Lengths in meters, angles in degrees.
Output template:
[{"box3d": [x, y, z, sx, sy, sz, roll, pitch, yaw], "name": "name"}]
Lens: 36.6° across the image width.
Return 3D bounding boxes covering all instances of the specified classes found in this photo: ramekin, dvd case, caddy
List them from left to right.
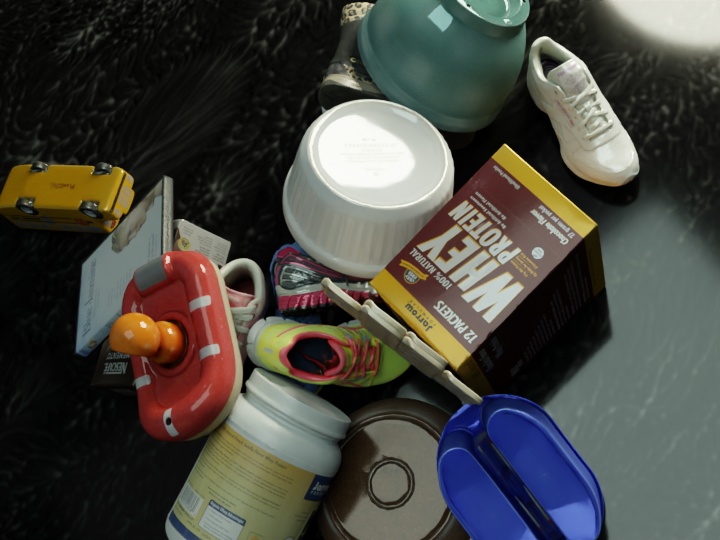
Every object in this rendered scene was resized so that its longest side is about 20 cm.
[{"box3d": [-0.284, -0.004, 1.307, 0.200, 0.017, 0.144, -40, 42, 34], "name": "dvd case"}, {"box3d": [0.014, -0.099, 1.204, 0.199, 0.095, 0.205, 4, 54, -6], "name": "ramekin"}, {"box3d": [0.165, 0.225, 1.130, 0.141, 0.105, 0.201, -38, 83, 5], "name": "caddy"}]

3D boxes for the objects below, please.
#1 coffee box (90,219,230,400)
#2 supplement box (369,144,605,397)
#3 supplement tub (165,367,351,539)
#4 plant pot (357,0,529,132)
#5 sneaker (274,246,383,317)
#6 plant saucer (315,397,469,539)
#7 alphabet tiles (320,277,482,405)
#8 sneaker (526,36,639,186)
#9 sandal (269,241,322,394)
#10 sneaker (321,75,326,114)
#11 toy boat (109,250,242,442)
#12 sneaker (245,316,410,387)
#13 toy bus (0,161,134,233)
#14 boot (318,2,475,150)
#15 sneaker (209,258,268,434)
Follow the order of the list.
[{"box3d": [-0.238, 0.052, 1.298, 0.112, 0.079, 0.203, -8, 64, 49], "name": "coffee box"}, {"box3d": [0.142, 0.014, 1.163, 0.200, 0.197, 0.133, -45, 67, -2], "name": "supplement box"}, {"box3d": [-0.107, 0.223, 1.175, 0.143, 0.144, 0.202, 28, 91, 23], "name": "supplement tub"}, {"box3d": [0.112, -0.280, 1.255, 0.198, 0.134, 0.203, 15, 52, -21], "name": "plant pot"}, {"box3d": [0.000, 0.000, 1.229, 0.197, 0.081, 0.076, -7, 81, -22], "name": "sneaker"}, {"box3d": [0.036, 0.237, 1.205, 0.197, 0.035, 0.204, -6, 69, 15], "name": "plant saucer"}, {"box3d": [0.042, 0.072, 1.103, 0.195, 0.200, 0.015, 37, 85, 5], "name": "alphabet tiles"}, {"box3d": [0.249, -0.183, 1.257, 0.074, 0.100, 0.201, -32, 67, 0], "name": "sneaker"}, {"box3d": [-0.077, 0.050, 1.274, 0.078, 0.087, 0.203, -6, 71, 12], "name": "sandal"}, {"box3d": [-0.006, -0.161, 1.333, 0.081, 0.075, 0.203, -7, 69, 15], "name": "sneaker"}, {"box3d": [-0.207, 0.077, 1.133, 0.129, 0.130, 0.203, -25, 70, 28], "name": "toy boat"}, {"box3d": [-0.022, 0.097, 1.199, 0.197, 0.090, 0.080, 3, 96, -26], "name": "sneaker"}, {"box3d": [-0.372, -0.091, 1.393, 0.197, 0.078, 0.066, 4, 65, 27], "name": "toy bus"}, {"box3d": [0.051, -0.237, 1.327, 0.197, 0.073, 0.153, 14, 56, -11], "name": "boot"}, {"box3d": [-0.157, 0.076, 1.214, 0.074, 0.105, 0.202, 18, 62, 5], "name": "sneaker"}]
